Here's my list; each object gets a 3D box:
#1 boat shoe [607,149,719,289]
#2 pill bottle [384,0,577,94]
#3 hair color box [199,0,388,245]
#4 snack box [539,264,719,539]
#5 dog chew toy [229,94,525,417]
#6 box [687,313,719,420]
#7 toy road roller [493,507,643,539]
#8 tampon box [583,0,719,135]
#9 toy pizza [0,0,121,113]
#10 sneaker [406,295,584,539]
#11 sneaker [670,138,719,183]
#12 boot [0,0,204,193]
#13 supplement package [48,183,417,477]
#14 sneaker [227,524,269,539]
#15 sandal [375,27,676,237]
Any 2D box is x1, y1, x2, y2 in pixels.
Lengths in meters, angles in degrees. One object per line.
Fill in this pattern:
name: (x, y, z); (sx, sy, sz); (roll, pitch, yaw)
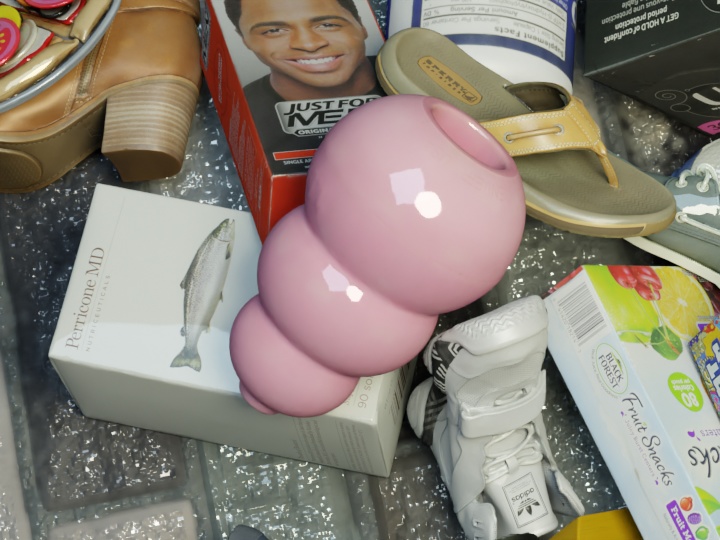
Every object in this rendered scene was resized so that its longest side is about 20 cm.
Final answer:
boat shoe: (0.203, -0.036, 1.623); (0.200, 0.073, 0.062); (31, 112, -2)
pill bottle: (0.074, -0.140, 1.684); (0.119, 0.120, 0.201); (3, 70, 6)
hair color box: (-0.029, -0.097, 1.629); (0.101, 0.061, 0.200); (-6, 39, -14)
snack box: (0.196, 0.093, 1.578); (0.053, 0.142, 0.200); (-39, 65, 34)
dog chew toy: (0.000, 0.000, 1.502); (0.125, 0.124, 0.200); (47, 111, 18)
box: (0.329, 0.038, 1.518); (0.200, 0.193, 0.122); (-7, 65, -32)
toy road roller: (0.115, 0.224, 1.562); (0.200, 0.146, 0.123); (-6, 63, -38)
tampon box: (0.233, -0.208, 1.660); (0.150, 0.126, 0.201); (-16, 63, 44)
toy pizza: (-0.241, -0.168, 1.722); (0.200, 0.032, 0.201); (-15, 43, 14)
sneaker: (0.086, 0.093, 1.559); (0.075, 0.200, 0.115); (-22, 74, -16)
sneaker: (0.281, -0.077, 1.660); (0.199, 0.088, 0.075); (-17, 71, 0)
boot: (-0.197, -0.135, 1.732); (0.199, 0.077, 0.156); (-3, 63, 13)
supplement package: (-0.070, 0.037, 1.632); (0.199, 0.117, 0.117); (10, 72, 9)
sneaker: (-0.052, 0.249, 1.578); (0.082, 0.070, 0.201); (2, 78, 12)
sandal: (0.096, -0.086, 1.563); (0.200, 0.054, 0.080); (38, 41, 15)
